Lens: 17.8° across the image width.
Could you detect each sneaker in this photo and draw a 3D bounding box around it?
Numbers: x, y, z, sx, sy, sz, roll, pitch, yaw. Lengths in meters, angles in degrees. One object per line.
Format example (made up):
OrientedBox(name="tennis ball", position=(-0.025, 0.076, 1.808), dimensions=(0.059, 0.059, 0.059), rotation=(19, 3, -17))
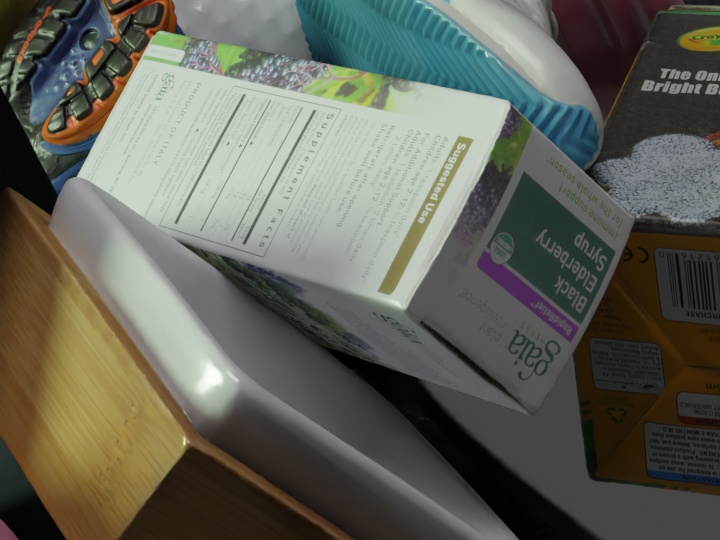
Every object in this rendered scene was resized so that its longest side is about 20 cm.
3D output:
OrientedBox(name="sneaker", position=(0.043, -0.092, 0.874), dimensions=(0.080, 0.077, 0.200), rotation=(-22, 33, -16))
OrientedBox(name="sneaker", position=(-0.129, -0.024, 0.909), dimensions=(0.200, 0.078, 0.075), rotation=(-49, 57, 0))

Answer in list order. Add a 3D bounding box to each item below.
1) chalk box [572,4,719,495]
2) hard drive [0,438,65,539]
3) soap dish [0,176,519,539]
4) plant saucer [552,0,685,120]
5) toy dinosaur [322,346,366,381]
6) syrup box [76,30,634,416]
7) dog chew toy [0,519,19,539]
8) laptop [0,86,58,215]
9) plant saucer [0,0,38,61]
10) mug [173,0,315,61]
OrientedBox(name="chalk box", position=(0.165, -0.021, 0.885), dimensions=(0.124, 0.124, 0.200), rotation=(5, 37, 21))
OrientedBox(name="hard drive", position=(-0.170, 0.100, 0.865), dimensions=(0.199, 0.033, 0.140), rotation=(7, 38, 22))
OrientedBox(name="soap dish", position=(-0.034, 0.069, 0.754), dimensions=(0.081, 0.200, 0.157), rotation=(-48, 41, 4))
OrientedBox(name="plant saucer", position=(0.075, -0.141, 1.000), dimensions=(0.051, 0.201, 0.201), rotation=(-33, 38, -3))
OrientedBox(name="toy dinosaur", position=(0.000, 0.000, 0.939), dimensions=(0.199, 0.058, 0.101), rotation=(19, 39, -2))
OrientedBox(name="syrup box", position=(-0.009, -0.021, 0.814), dimensions=(0.200, 0.079, 0.082), rotation=(15, 73, 48))
OrientedBox(name="dog chew toy", position=(-0.143, 0.120, 0.686), dimensions=(0.124, 0.201, 0.125), rotation=(-6, 35, 4))
OrientedBox(name="laptop", position=(-0.198, 0.029, 0.770), dimensions=(0.199, 0.177, 0.104), rotation=(-9, 72, 0))
OrientedBox(name="plant saucer", position=(-0.193, -0.080, 0.998), dimensions=(0.048, 0.201, 0.200), rotation=(16, 20, -25))
OrientedBox(name="mug", position=(-0.051, -0.126, 1.031), dimensions=(0.174, 0.148, 0.201), rotation=(-7, 73, -2))
